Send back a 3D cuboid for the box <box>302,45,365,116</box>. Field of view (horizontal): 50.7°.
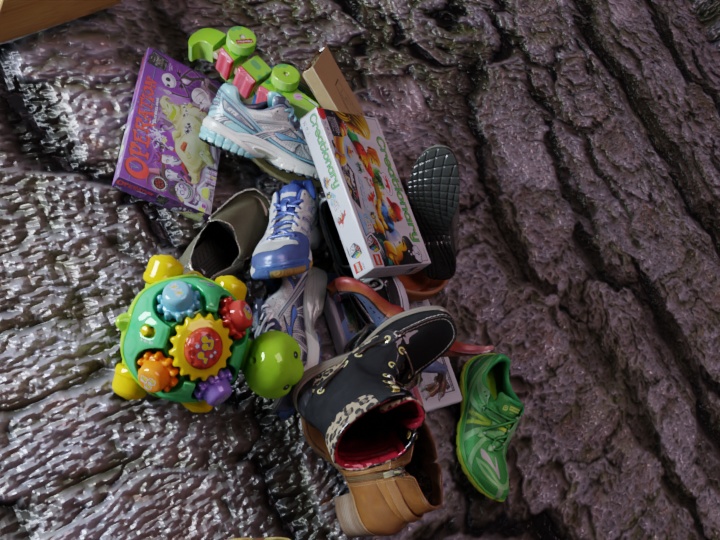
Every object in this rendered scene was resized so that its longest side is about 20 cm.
[{"bbox_3d":[-0.012,-0.205,1.054,0.202,0.021,0.164,57,17,-20],"label":"box"}]

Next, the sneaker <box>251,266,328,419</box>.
[{"bbox_3d":[-0.093,0.076,0.884,0.083,0.077,0.204,19,47,-19],"label":"sneaker"}]

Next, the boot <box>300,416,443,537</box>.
[{"bbox_3d":[0.010,0.187,0.838,0.075,0.155,0.205,2,65,-38],"label":"boot"}]

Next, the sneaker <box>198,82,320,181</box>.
[{"bbox_3d":[-0.094,-0.169,0.935,0.196,0.077,0.089,15,99,-28],"label":"sneaker"}]

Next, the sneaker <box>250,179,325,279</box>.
[{"bbox_3d":[-0.090,-0.053,0.897,0.201,0.073,0.091,-73,158,-70],"label":"sneaker"}]

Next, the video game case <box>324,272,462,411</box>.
[{"bbox_3d":[0.040,0.095,1.011,0.179,0.023,0.205,-5,71,-42],"label":"video game case"}]

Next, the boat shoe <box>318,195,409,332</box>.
[{"bbox_3d":[0.002,-0.001,0.936,0.068,0.072,0.204,-39,113,-69],"label":"boat shoe"}]

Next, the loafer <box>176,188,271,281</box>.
[{"bbox_3d":[-0.152,-0.031,0.884,0.075,0.069,0.202,42,46,-13],"label":"loafer"}]

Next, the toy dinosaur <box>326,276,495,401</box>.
[{"bbox_3d":[0.041,0.067,0.915,0.198,0.104,0.185,-34,116,-22],"label":"toy dinosaur"}]

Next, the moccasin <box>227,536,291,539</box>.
[{"bbox_3d":[-0.136,0.292,0.710,0.197,0.077,0.076,8,61,-37],"label":"moccasin"}]

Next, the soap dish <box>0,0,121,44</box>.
[{"bbox_3d":[-0.386,-0.355,0.861,0.158,0.081,0.200,51,44,-5],"label":"soap dish"}]

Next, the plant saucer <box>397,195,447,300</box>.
[{"bbox_3d":[0.040,-0.042,1.059,0.197,0.032,0.204,25,40,-23],"label":"plant saucer"}]

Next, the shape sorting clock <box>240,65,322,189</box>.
[{"bbox_3d":[-0.092,-0.197,1.050,0.196,0.039,0.205,20,52,-27],"label":"shape sorting clock"}]

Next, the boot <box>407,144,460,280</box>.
[{"bbox_3d":[0.105,-0.101,1.019,0.066,0.204,0.132,3,39,11],"label":"boot"}]

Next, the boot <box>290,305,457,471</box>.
[{"bbox_3d":[0.031,0.115,0.764,0.196,0.150,0.075,-24,109,-9],"label":"boot"}]

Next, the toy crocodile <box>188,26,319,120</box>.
[{"bbox_3d":[-0.135,-0.245,0.978,0.199,0.068,0.062,40,51,4],"label":"toy crocodile"}]

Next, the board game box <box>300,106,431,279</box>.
[{"bbox_3d":[0.007,-0.092,0.915,0.125,0.034,0.205,-5,72,-54],"label":"board game box"}]

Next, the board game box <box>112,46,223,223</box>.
[{"bbox_3d":[-0.226,-0.167,0.930,0.118,0.032,0.205,19,56,-27],"label":"board game box"}]

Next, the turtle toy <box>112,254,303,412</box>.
[{"bbox_3d":[-0.151,0.076,0.767,0.196,0.100,0.150,18,86,-31],"label":"turtle toy"}]

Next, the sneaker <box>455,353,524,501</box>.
[{"bbox_3d":[0.176,0.203,1.021,0.073,0.083,0.205,19,56,-31],"label":"sneaker"}]
